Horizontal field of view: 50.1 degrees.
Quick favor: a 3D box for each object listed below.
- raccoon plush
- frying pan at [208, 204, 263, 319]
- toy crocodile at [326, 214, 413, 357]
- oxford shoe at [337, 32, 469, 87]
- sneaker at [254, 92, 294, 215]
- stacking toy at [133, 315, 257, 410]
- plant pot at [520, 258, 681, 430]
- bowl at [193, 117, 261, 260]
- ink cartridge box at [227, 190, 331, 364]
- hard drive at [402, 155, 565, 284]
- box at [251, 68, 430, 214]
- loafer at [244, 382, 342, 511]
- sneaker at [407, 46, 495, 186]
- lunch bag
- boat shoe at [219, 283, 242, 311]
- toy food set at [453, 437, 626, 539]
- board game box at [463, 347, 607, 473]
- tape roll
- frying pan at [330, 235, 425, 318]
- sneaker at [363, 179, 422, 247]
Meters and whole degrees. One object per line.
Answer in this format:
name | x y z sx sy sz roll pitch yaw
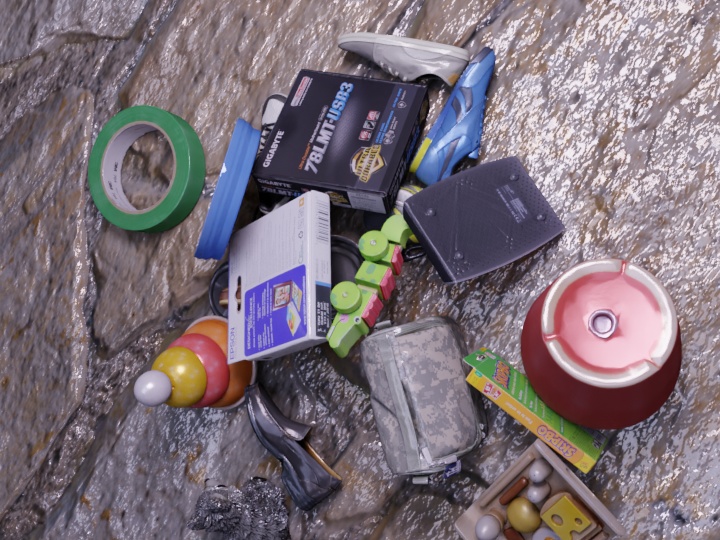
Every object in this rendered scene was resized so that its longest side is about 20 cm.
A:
raccoon plush | -0.150 0.371 1.099 0.199 0.134 0.097 33 98 20
frying pan | -0.169 0.006 1.184 0.115 0.031 0.191 37 103 16
toy crocodile | 0.015 0.017 0.971 0.061 0.068 0.201 17 65 25
oxford shoe | 0.055 -0.298 1.087 0.199 0.075 0.058 16 103 20
sneaker | -0.120 -0.171 1.140 0.075 0.088 0.202 -10 82 22
stacking toy | -0.256 0.150 1.112 0.145 0.200 0.147 3 97 26
plant pot | 0.281 0.078 0.898 0.199 0.177 0.202 -4 74 13
bowl | -0.182 -0.109 1.067 0.039 0.201 0.202 17 95 -12
ink cartridge box | -0.113 0.017 1.045 0.199 0.043 0.200 -20 65 46
hard drive | 0.156 -0.063 0.987 0.135 0.199 0.042 58 149 13
box | -0.024 -0.183 1.070 0.197 0.050 0.201 13 62 17
loafer | -0.100 0.245 1.126 0.072 0.073 0.201 -33 86 8
sneaker | 0.144 -0.203 1.055 0.078 0.066 0.201 29 98 5
lunch bag | 0.075 0.163 1.003 0.138 0.168 0.202 -18 82 20
boat shoe | -0.110 0.021 1.131 0.198 0.072 0.068 -9 75 7
toy food set | 0.217 0.321 0.966 0.144 0.060 0.201 46 129 18
board game box | 0.219 0.172 0.983 0.200 0.095 0.030 40 110 18
tape roll | -0.348 -0.163 1.250 0.199 0.048 0.202 -1 87 22
frying pan | -0.011 -0.013 1.059 0.190 0.031 0.115 -37 74 3
sneaker | 0.091 -0.062 1.069 0.199 0.074 0.085 30 116 21
